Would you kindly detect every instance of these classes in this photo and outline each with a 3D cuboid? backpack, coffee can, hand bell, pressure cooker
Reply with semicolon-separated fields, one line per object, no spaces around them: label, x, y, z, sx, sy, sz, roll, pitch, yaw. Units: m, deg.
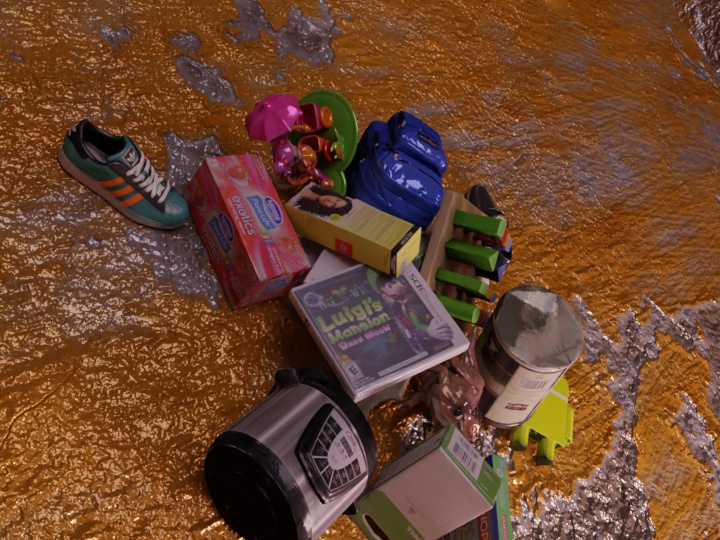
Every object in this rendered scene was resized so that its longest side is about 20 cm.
backpack;0.063;-0.161;1.305;0.159;0.169;0.202;23;33;-16
coffee can;0.251;0.141;1.227;0.142;0.202;0.149;6;54;-8
hand bell;0.090;0.153;1.223;0.200;0.105;0.103;47;44;16
pressure cooker;-0.076;0.232;0.965;0.177;0.179;0.199;31;39;24

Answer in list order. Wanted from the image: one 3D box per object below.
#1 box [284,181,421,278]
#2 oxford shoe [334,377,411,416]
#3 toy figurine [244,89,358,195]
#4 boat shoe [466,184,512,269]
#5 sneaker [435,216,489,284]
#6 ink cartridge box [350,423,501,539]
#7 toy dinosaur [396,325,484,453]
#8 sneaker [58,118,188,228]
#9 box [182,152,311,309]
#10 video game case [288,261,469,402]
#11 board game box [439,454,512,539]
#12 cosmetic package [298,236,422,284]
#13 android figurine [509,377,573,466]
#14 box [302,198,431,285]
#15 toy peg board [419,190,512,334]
box;-0.013;-0.062;1.125;0.196;0.051;0.075;24;45;22
oxford shoe;0.052;0.155;1.163;0.197;0.070;0.076;-31;90;-16
toy figurine;-0.106;-0.196;1.203;0.183;0.147;0.206;-3;88;-61
boat shoe;0.259;-0.087;1.497;0.070;0.066;0.205;11;57;-31
sneaker;0.134;-0.033;1.365;0.196;0.081;0.149;5;54;-33
ink cartridge box;0.082;0.303;1.034;0.104;0.199;0.059;47;32;-2
toy dinosaur;0.144;0.181;1.119;0.134;0.087;0.200;32;52;12
sneaker;-0.321;-0.133;1.069;0.197;0.080;0.072;32;48;-18
box;-0.168;-0.061;1.132;0.101;0.094;0.204;-13;71;-42
video game case;0.026;0.068;1.060;0.196;0.024;0.183;-20;59;-29
board game box;0.161;0.380;1.081;0.029;0.134;0.204;19;52;-25
cosmetic package;0.000;0.000;1.206;0.198;0.052;0.151;35;46;14
android figurine;0.308;0.232;1.351;0.179;0.041;0.204;28;52;-19
box;0.013;-0.008;1.156;0.142;0.037;0.202;25;50;5
toy peg board;0.184;0.006;1.219;0.198;0.096;0.205;22;85;-58
